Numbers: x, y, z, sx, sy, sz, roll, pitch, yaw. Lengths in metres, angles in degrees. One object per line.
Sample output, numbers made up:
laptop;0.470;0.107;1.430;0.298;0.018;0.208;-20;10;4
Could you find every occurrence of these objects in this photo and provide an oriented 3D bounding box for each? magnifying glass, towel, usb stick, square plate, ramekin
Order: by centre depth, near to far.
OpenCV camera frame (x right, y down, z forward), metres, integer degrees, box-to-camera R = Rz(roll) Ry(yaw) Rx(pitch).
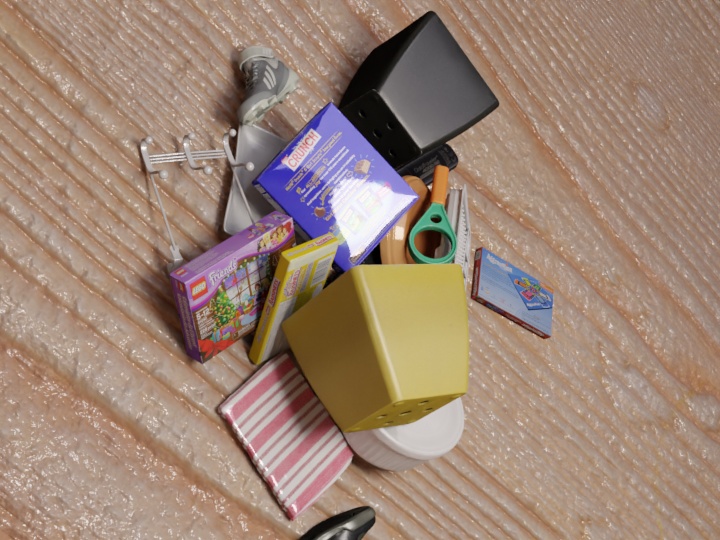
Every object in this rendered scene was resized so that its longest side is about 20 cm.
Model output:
towel;-0.107;0.238;1.471;0.146;0.030;0.201;-39;99;-41
ramekin;0.051;0.210;1.546;0.201;0.094;0.204;23;44;-24
square plate;-0.125;-0.111;1.593;0.197;0.028;0.203;24;59;-33
magnifying glass;0.122;-0.088;1.646;0.078;0.023;0.202;10;54;-1
usb stick;0.109;-0.176;1.822;0.199;0.033;0.056;-35;90;-43

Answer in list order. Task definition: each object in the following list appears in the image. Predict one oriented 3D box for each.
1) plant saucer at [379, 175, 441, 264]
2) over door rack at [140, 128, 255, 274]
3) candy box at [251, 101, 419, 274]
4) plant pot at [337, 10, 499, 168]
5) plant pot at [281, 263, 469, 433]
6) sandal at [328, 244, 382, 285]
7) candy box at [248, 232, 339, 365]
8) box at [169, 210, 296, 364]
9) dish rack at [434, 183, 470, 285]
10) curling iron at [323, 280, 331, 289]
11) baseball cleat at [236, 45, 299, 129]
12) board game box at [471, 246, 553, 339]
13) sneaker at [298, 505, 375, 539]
plant saucer;0.090;-0.056;1.691;0.199;0.037;0.203;-13;104;-61
over door rack;-0.221;-0.107;1.457;0.146;0.067;0.203;-9;75;-31
candy box;-0.039;-0.123;1.542;0.169;0.077;0.200;-46;102;-12
plant pot;0.078;-0.285;1.740;0.201;0.199;0.177;52;58;-12
plant pot;0.037;0.114;1.407;0.198;0.200;0.178;0;65;-38
sandal;0.000;0.000;1.645;0.200;0.045;0.076;-43;107;-44
candy box;-0.096;0.042;1.453;0.026;0.201;0.102;42;41;25
box;-0.169;0.022;1.425;0.199;0.039;0.138;-35;132;-35
dish rack;0.158;-0.033;1.738;0.201;0.043;0.174;75;22;-60
curling iron;-0.114;0.015;1.547;0.198;0.049;0.026;12;108;-42
baseball cleat;-0.166;-0.290;1.593;0.106;0.070;0.200;46;27;-5
board game box;0.286;0.043;1.899;0.199;0.019;0.104;28;58;-30
sneaker;-0.040;0.418;1.424;0.199;0.076;0.115;-33;97;-41
